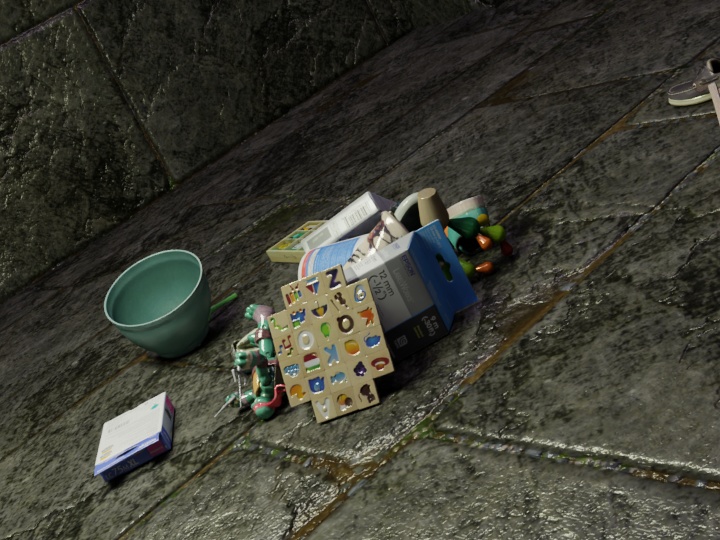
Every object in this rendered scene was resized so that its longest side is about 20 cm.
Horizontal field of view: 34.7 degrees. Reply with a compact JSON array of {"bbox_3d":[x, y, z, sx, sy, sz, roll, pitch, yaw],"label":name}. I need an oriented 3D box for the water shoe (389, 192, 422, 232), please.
[{"bbox_3d":[0.070,-0.085,1.954,0.071,0.080,0.201,-17,-26,-14],"label":"water shoe"}]

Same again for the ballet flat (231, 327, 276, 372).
[{"bbox_3d":[-0.138,0.120,1.873,0.199,0.073,0.072,-15,22,36],"label":"ballet flat"}]

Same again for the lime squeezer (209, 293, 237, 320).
[{"bbox_3d":[-0.328,0.102,2.290,0.199,0.038,0.071,-32,-14,-8],"label":"lime squeezer"}]

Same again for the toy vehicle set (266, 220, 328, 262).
[{"bbox_3d":[-0.100,-0.061,2.393,0.124,0.027,0.199,-37,19,-26],"label":"toy vehicle set"}]

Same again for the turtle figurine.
[{"bbox_3d":[-0.157,0.158,1.744,0.202,0.099,0.150,-88,16,-44],"label":"turtle figurine"}]

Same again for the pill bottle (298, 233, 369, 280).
[{"bbox_3d":[0.000,0.000,1.926,0.199,0.113,0.112,-13,22,41],"label":"pill bottle"}]

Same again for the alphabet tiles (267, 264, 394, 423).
[{"bbox_3d":[-0.043,0.102,1.605,0.165,0.202,0.006,-21,-14,20],"label":"alphabet tiles"}]

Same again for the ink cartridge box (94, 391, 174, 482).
[{"bbox_3d":[-0.358,0.269,1.836,0.118,0.042,0.200,-28,15,1],"label":"ink cartridge box"}]

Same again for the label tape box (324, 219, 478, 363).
[{"bbox_3d":[0.062,0.039,1.669,0.198,0.144,0.066,-28,17,-1],"label":"label tape box"}]

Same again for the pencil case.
[{"bbox_3d":[0.007,0.006,1.736,0.201,0.078,0.089,-52,45,0],"label":"pencil case"}]

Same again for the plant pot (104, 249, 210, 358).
[{"bbox_3d":[-0.364,0.078,2.178,0.198,0.135,0.202,-15,39,12],"label":"plant pot"}]

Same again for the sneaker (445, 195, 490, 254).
[{"bbox_3d":[0.163,-0.059,1.926,0.071,0.081,0.200,-16,-8,-16],"label":"sneaker"}]

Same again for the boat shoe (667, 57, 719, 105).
[{"bbox_3d":[0.623,-0.341,2.017,0.199,0.065,0.072,-9,27,48],"label":"boat shoe"}]

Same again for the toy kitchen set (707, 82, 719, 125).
[{"bbox_3d":[0.596,-0.165,1.557,0.162,0.180,0.202,-22,58,27],"label":"toy kitchen set"}]

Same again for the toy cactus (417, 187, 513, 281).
[{"bbox_3d":[0.129,-0.055,1.800,0.197,0.166,0.103,-13,30,12],"label":"toy cactus"}]

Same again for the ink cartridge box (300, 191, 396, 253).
[{"bbox_3d":[0.008,-0.065,2.082,0.162,0.058,0.199,-36,-26,20],"label":"ink cartridge box"}]
